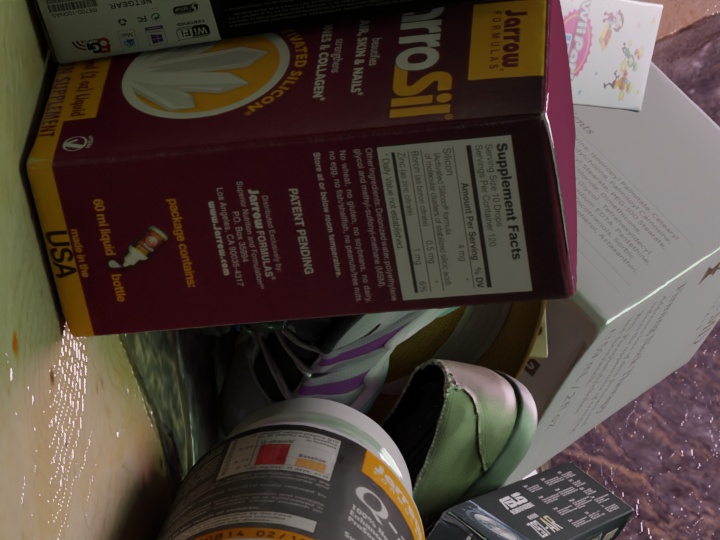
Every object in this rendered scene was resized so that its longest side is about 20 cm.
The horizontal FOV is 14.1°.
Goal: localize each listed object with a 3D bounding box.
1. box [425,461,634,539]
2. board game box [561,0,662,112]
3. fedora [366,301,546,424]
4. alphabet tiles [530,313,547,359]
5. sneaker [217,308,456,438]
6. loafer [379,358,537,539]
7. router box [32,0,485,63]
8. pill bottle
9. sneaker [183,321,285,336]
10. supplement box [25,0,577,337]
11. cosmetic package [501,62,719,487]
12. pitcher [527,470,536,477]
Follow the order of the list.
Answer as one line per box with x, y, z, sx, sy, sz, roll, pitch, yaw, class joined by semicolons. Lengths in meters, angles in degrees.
0.048;0.178;1.400;0.161;0.043;0.200;-58;164;14;box
0.045;-0.131;1.534;0.200;0.147;0.065;-2;105;-54;board game box
0.000;0.000;1.454;0.082;0.200;0.202;3;81;-48;fedora
0.022;-0.021;1.588;0.006;0.165;0.201;132;-41;-62;alphabet tiles
-0.028;0.019;1.332;0.078;0.200;0.140;52;28;18;sneaker
-0.002;0.119;1.385;0.070;0.200;0.075;39;-3;-40;loafer
-0.024;-0.157;1.155;0.150;0.199;0.051;-86;165;-49;router box
-0.032;0.132;1.230;0.200;0.116;0.117;-72;155;-70;pill bottle
-0.017;-0.042;1.245;0.079;0.199;0.076;52;-11;40;sneaker
-0.018;-0.046;1.129;0.111;0.199;0.086;-83;165;-54;supplement box
0.116;-0.010;1.739;0.200;0.166;0.168;-30;158;-41;cosmetic package
0.046;0.211;1.816;0.172;0.121;0.201;103;3;-49;pitcher
